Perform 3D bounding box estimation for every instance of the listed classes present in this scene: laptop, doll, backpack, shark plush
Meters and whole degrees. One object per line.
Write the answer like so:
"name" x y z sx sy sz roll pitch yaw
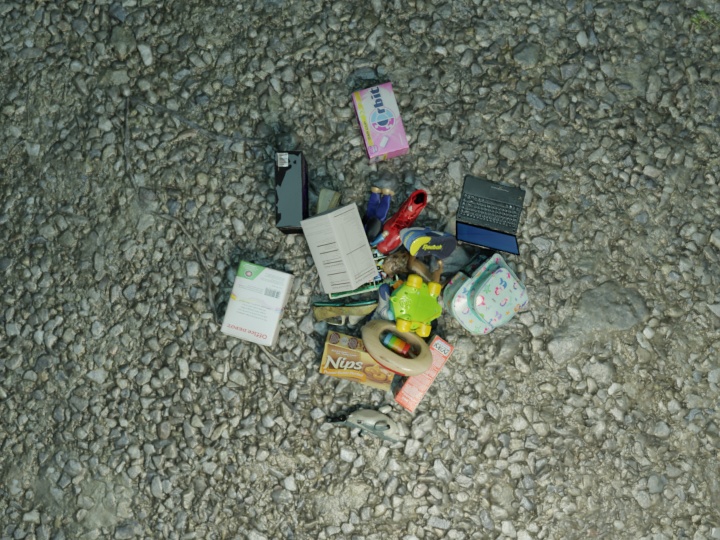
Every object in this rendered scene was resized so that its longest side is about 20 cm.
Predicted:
"laptop" 0.357 -0.151 1.413 0.176 0.103 0.202 14 87 1
"doll" 0.027 -0.125 1.415 0.136 0.048 0.202 16 86 43
"backpack" 0.327 0.067 1.377 0.200 0.151 0.178 -42 113 5
"shark plush" 0.009 0.426 1.408 0.198 0.091 0.084 -1 117 -4

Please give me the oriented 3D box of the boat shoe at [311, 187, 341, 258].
"boat shoe" -0.092 -0.128 1.430 0.069 0.074 0.202 9 83 2

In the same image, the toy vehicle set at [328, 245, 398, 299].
"toy vehicle set" 0.000 0.000 1.447 0.198 0.027 0.125 -12 87 0

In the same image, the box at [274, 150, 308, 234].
"box" -0.184 -0.206 1.404 0.078 0.141 0.202 -1 87 -2

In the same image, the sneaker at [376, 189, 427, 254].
"sneaker" 0.111 -0.141 1.395 0.078 0.116 0.201 31 76 4

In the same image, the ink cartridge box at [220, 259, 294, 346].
"ink cartridge box" -0.278 0.089 1.417 0.144 0.084 0.202 15 87 2

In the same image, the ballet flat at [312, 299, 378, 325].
"ballet flat" -0.039 0.115 1.400 0.198 0.071 0.071 -4 86 27

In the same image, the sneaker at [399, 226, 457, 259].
"sneaker" 0.185 -0.081 1.393 0.082 0.199 0.074 41 114 39

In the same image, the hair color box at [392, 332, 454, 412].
"hair color box" 0.165 0.269 1.389 0.064 0.111 0.201 35 87 2

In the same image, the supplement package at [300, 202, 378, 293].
"supplement package" -0.053 -0.057 1.341 0.109 0.113 0.202 -9 104 42

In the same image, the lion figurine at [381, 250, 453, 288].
"lion figurine" 0.159 0.003 1.398 0.199 0.123 0.073 29 131 7

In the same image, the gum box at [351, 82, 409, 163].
"gum box" 0.053 -0.415 1.448 0.113 0.066 0.202 -15 86 -2

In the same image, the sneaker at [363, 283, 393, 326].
"sneaker" 0.049 0.134 1.403 0.087 0.075 0.202 0 99 13

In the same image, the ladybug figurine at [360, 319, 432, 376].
"ladybug figurine" 0.086 0.200 1.318 0.199 0.072 0.136 32 43 14

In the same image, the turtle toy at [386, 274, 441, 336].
"turtle toy" 0.143 0.090 1.343 0.199 0.101 0.147 18 86 -41

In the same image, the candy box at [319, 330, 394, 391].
"candy box" -0.004 0.243 1.393 0.198 0.055 0.116 15 125 2

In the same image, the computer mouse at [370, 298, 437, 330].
"computer mouse" 0.119 0.120 1.436 0.198 0.034 0.059 15 88 2
